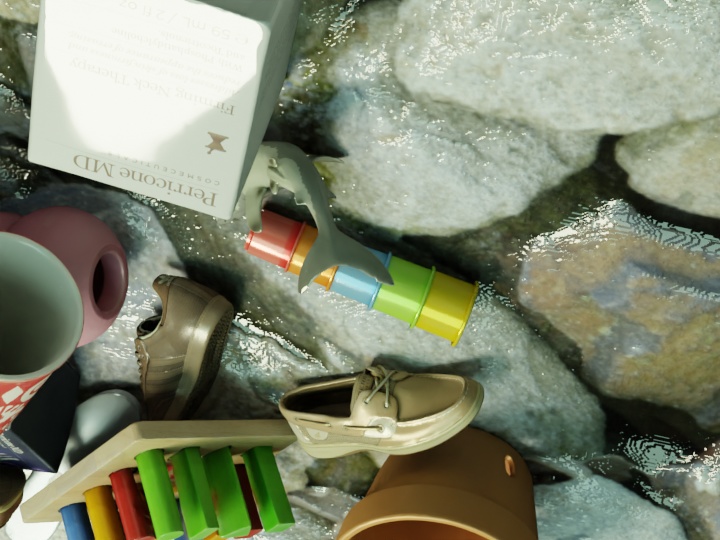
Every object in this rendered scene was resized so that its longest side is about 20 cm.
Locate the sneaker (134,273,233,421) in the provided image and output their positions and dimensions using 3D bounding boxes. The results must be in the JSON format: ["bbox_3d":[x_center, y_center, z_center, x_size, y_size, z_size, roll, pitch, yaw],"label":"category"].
[{"bbox_3d":[-0.172,0.078,1.802,0.075,0.070,0.200,34,133,10],"label":"sneaker"}]

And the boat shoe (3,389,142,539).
[{"bbox_3d":[-0.275,0.187,1.925,0.073,0.068,0.200,33,110,-2],"label":"boat shoe"}]

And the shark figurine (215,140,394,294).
[{"bbox_3d":[-0.043,-0.070,1.581,0.089,0.214,0.129,-5,111,-32],"label":"shark figurine"}]

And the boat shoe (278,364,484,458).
[{"bbox_3d":[0.016,0.123,1.771,0.199,0.071,0.065,-14,129,30],"label":"boat shoe"}]

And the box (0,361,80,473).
[{"bbox_3d":[-0.381,0.110,1.822,0.199,0.105,0.148,5,159,13],"label":"box"}]

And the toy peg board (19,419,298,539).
[{"bbox_3d":[-0.177,0.224,1.837,0.199,0.098,0.199,4,150,-44],"label":"toy peg board"}]

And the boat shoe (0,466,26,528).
[{"bbox_3d":[-0.357,0.219,1.873,0.072,0.200,0.068,2,99,-12],"label":"boat shoe"}]

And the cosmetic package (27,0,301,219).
[{"bbox_3d":[-0.138,-0.180,1.452,0.167,0.167,0.200,16,137,1],"label":"cosmetic package"}]

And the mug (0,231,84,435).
[{"bbox_3d":[-0.321,0.056,1.631,0.133,0.178,0.200,13,145,-21],"label":"mug"}]

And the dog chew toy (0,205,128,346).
[{"bbox_3d":[-0.305,0.003,1.721,0.199,0.125,0.125,4,135,23],"label":"dog chew toy"}]

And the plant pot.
[{"bbox_3d":[0.081,0.239,1.817,0.199,0.140,0.201,8,135,9],"label":"plant pot"}]

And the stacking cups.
[{"bbox_3d":[0.000,0.000,1.666,0.199,0.061,0.061,23,136,-4],"label":"stacking cups"}]
